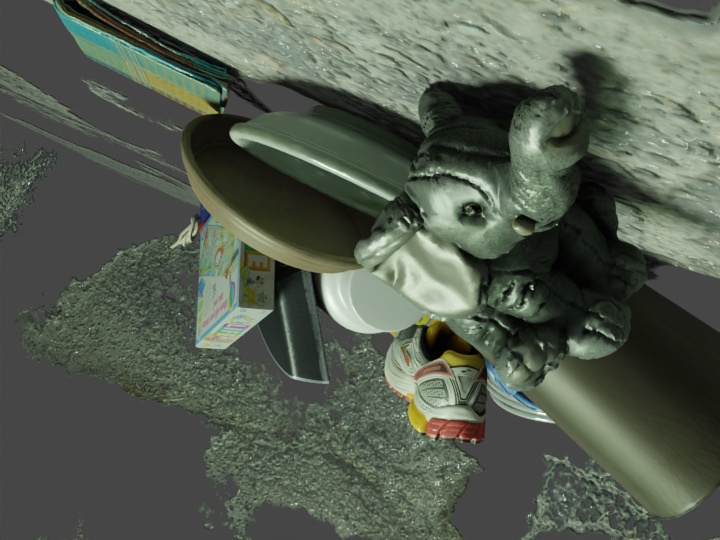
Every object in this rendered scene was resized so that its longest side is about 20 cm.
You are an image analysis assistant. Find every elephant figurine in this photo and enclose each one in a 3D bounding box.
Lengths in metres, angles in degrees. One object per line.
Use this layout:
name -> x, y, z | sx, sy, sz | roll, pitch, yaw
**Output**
elephant figurine -> 0.066, -0.036, 0.485 | 0.200, 0.155, 0.142 | 42, -151, -43

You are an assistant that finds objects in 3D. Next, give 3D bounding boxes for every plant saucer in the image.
plant saucer -> -0.064, -0.064, 0.763 | 0.199, 0.030, 0.200 | 26, -151, -16
plant saucer -> 0.001, -0.079, 0.677 | 0.199, 0.050, 0.200 | 25, 179, 0

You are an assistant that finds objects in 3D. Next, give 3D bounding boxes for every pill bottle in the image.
pill bottle -> 0.000, 0.000, 0.892 | 0.112, 0.113, 0.200 | 26, -179, -17

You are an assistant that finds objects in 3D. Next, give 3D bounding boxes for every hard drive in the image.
hard drive -> -0.082, 0.030, 0.924 | 0.042, 0.136, 0.200 | -13, -161, -14

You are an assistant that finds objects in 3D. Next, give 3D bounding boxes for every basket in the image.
basket -> 0.190, 0.065, 0.702 | 0.200, 0.136, 0.180 | 38, -144, 1

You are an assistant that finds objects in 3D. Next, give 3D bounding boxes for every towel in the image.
towel -> -0.179, -0.177, 0.763 | 0.146, 0.022, 0.200 | 26, 178, -10

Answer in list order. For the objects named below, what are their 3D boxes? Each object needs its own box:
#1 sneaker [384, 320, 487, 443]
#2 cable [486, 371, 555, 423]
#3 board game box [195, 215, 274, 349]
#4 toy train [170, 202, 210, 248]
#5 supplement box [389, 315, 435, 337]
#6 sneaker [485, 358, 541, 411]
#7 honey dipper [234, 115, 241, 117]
sneaker -> 0.073, 0.081, 0.789 | 0.077, 0.083, 0.200 | 7, -169, -12
cable -> 0.247, 0.116, 1.045 | 0.199, 0.070, 0.200 | -1, -167, 6
board game box -> -0.127, -0.005, 0.894 | 0.034, 0.135, 0.200 | 6, 164, -20
toy train -> -0.135, -0.066, 1.054 | 0.115, 0.085, 0.200 | 13, 147, -27
supplement box -> 0.101, 0.053, 1.007 | 0.067, 0.069, 0.200 | 43, -159, 21
sneaker -> 0.136, 0.061, 0.831 | 0.200, 0.074, 0.082 | 47, -178, -38
honey dipper -> -0.052, -0.098, 0.915 | 0.200, 0.038, 0.038 | 25, 177, -34
